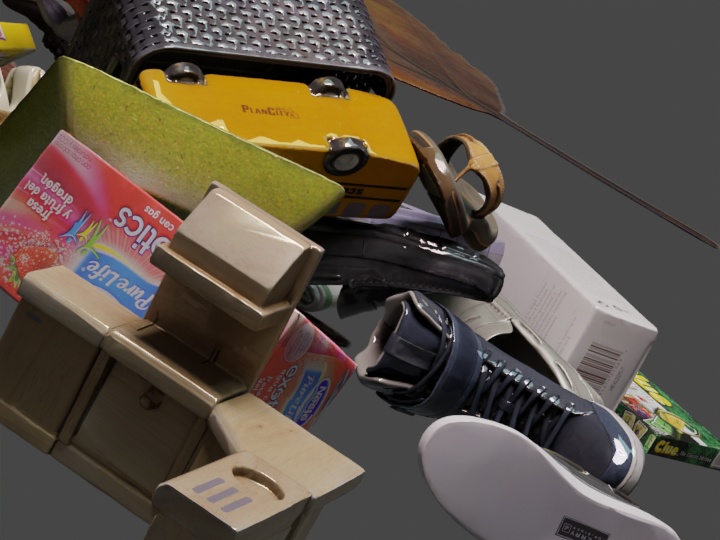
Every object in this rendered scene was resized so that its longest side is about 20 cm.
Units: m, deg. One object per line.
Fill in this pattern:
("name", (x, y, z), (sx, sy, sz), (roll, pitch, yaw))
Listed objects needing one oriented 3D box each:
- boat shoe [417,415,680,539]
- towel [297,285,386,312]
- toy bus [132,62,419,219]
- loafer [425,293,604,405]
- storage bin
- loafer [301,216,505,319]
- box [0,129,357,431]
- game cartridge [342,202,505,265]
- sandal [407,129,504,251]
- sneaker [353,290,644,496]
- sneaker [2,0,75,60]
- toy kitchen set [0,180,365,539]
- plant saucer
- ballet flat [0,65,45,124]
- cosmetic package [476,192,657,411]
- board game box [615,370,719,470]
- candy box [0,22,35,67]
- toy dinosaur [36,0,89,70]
("boat shoe", (0.114, 0.147, 1.465), (0.199, 0.069, 0.057), (30, 5, -20))
("towel", (-0.041, -0.010, 1.784), (0.149, 0.031, 0.200), (38, 14, 23))
("toy bus", (-0.060, -0.083, 1.553), (0.198, 0.078, 0.065), (3, 50, -29))
("loafer", (0.096, 0.055, 1.713), (0.200, 0.070, 0.070), (37, 2, 24))
("storage bin", (-0.093, -0.131, 1.609), (0.198, 0.136, 0.094), (4, 48, -29))
("loafer", (0.000, 0.000, 1.618), (0.199, 0.071, 0.068), (11, 5, 3))
("box", (-0.113, 0.023, 1.326), (0.200, 0.095, 0.103), (37, -3, 27))
("game cartridge", (0.000, -0.048, 1.796), (0.199, 0.039, 0.129), (23, 4, 40))
("sandal", (0.077, -0.060, 1.658), (0.082, 0.054, 0.200), (62, 8, 17))
("sneaker", (0.084, 0.085, 1.549), (0.146, 0.077, 0.202), (31, -1, -44))
("sneaker", (-0.195, -0.138, 1.763), (0.199, 0.105, 0.060), (25, 0, -6))
("toy kitchen set", (-0.103, 0.054, 1.141), (0.199, 0.164, 0.180), (32, 14, 14))
("plant saucer", (-0.138, -0.042, 1.487), (0.199, 0.048, 0.200), (25, -25, -17))
("ballet flat", (-0.248, -0.108, 1.594), (0.067, 0.073, 0.199), (4, -2, 37))
("cosmetic package", (0.137, 0.032, 1.825), (0.074, 0.102, 0.200), (20, 18, -34))
("board game box", (0.207, 0.095, 1.906), (0.104, 0.024, 0.200), (18, 18, -45))
("candy box", (-0.311, -0.142, 1.569), (0.200, 0.102, 0.027), (-8, 76, -68))
("toy dinosaur", (-0.176, -0.155, 1.660), (0.181, 0.105, 0.200), (45, 10, -15))
